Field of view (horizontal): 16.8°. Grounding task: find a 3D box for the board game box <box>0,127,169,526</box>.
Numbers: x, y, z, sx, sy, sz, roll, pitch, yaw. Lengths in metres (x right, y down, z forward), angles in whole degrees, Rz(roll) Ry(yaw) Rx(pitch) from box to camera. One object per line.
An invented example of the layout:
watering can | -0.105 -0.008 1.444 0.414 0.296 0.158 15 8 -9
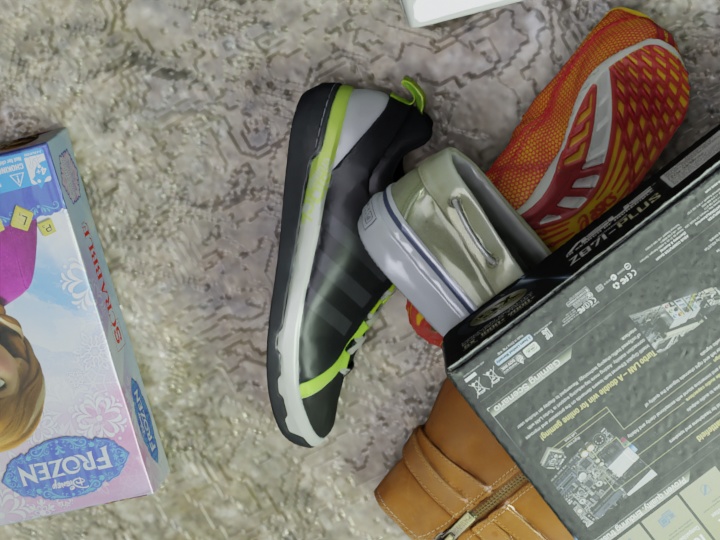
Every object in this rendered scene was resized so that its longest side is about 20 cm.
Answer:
board game box | -0.225 0.043 1.308 0.200 0.041 0.200 -14 103 13

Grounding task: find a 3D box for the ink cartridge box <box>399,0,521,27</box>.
ink cartridge box | 0.070 -0.233 1.162 0.146 0.083 0.200 -13 102 13

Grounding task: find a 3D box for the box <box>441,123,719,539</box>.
box | 0.163 0.041 1.098 0.200 0.086 0.164 -38 96 5

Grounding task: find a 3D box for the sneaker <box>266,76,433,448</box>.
sneaker | 0.000 0.000 1.245 0.083 0.072 0.200 7 107 4

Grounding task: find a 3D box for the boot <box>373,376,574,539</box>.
boot | 0.119 0.123 1.261 0.200 0.074 0.155 43 106 9

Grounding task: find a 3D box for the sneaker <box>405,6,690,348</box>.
sneaker | 0.095 -0.041 1.218 0.073 0.077 0.200 34 108 -18

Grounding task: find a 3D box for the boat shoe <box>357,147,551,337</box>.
boat shoe | 0.086 0.027 1.166 0.200 0.072 0.062 43 116 -10
